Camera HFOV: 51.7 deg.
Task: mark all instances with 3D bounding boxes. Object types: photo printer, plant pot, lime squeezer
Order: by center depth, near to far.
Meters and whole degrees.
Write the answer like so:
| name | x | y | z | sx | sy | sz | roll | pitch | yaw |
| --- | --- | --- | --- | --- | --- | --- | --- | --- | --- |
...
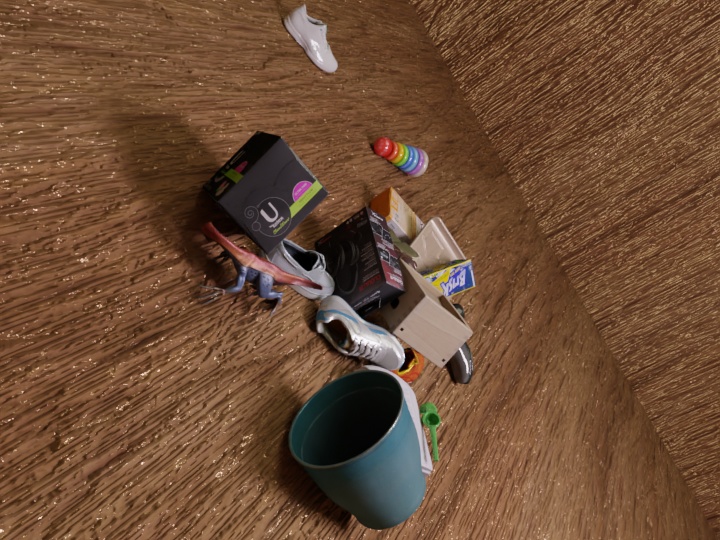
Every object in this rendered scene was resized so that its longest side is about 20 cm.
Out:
| name | x | y | z | sx | sy | sz | roll | pitch | yaw |
| --- | --- | --- | --- | --- | --- | --- | --- | --- | --- |
| plant pot | 0.012 | 0.298 | 1.186 | 0.202 | 0.196 | 0.190 | -77 | 145 | -55 |
| photo printer | 0.054 | 0.281 | 1.397 | 0.165 | 0.069 | 0.203 | 31 | 37 | -47 |
| lime squeezer | 0.131 | 0.300 | 1.450 | 0.037 | 0.072 | 0.200 | 20 | 6 | -7 |

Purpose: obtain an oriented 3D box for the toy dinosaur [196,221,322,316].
| name | x | y | z | sx | sy | sz | roll | pitch | yaw |
| --- | --- | --- | --- | --- | --- | --- | --- | --- | --- |
| toy dinosaur | -0.180 | -0.018 | 1.208 | 0.183 | 0.196 | 0.106 | 77 | -13 | -49 |

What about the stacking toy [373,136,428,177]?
| name | x | y | z | sx | sy | sz | roll | pitch | yaw |
| --- | --- | --- | --- | --- | --- | --- | --- | --- | --- |
| stacking toy | 0.111 | -0.338 | 2.147 | 0.198 | 0.085 | 0.087 | 18 | 47 | -49 |

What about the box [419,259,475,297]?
| name | x | y | z | sx | sy | sz | roll | pitch | yaw |
| --- | --- | --- | --- | --- | --- | --- | --- | --- | --- |
| box | 0.181 | 0.031 | 1.770 | 0.197 | 0.064 | 0.072 | -18 | 101 | -33 |

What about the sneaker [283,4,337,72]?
| name | x | y | z | sx | sy | sz | roll | pitch | yaw |
| --- | --- | --- | --- | --- | --- | --- | --- | --- | --- |
| sneaker | -0.116 | -0.631 | 2.023 | 0.200 | 0.088 | 0.076 | 42 | 29 | -32 |

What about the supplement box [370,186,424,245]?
| name | x | y | z | sx | sy | sz | roll | pitch | yaw |
| --- | --- | --- | --- | --- | --- | --- | --- | --- | --- |
| supplement box | 0.109 | -0.094 | 1.886 | 0.200 | 0.073 | 0.127 | 45 | 30 | -28 |

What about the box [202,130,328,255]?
| name | x | y | z | sx | sy | sz | roll | pitch | yaw |
| --- | --- | --- | --- | --- | --- | --- | --- | --- | --- |
| box | -0.166 | -0.136 | 1.255 | 0.125 | 0.149 | 0.200 | 47 | -6 | -22 |

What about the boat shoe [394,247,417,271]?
| name | x | y | z | sx | sy | sz | roll | pitch | yaw |
| --- | --- | --- | --- | --- | --- | --- | --- | --- | --- |
| boat shoe | 0.033 | -0.034 | 1.632 | 0.197 | 0.071 | 0.071 | 29 | 31 | 0 |

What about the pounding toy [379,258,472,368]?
| name | x | y | z | sx | sy | sz | roll | pitch | yaw |
| --- | --- | --- | --- | --- | --- | --- | --- | --- | --- |
| pounding toy | 0.113 | 0.099 | 1.554 | 0.183 | 0.143 | 0.201 | 37 | 12 | -32 |

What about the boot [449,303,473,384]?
| name | x | y | z | sx | sy | sz | roll | pitch | yaw |
| --- | --- | --- | --- | --- | --- | --- | --- | --- | --- |
| boot | 0.196 | 0.179 | 1.783 | 0.128 | 0.067 | 0.205 | -4 | 82 | -38 |

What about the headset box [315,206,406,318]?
| name | x | y | z | sx | sy | sz | roll | pitch | yaw |
| --- | --- | --- | --- | --- | --- | --- | --- | --- | --- |
| headset box | 0.000 | 0.000 | 1.504 | 0.077 | 0.147 | 0.204 | 25 | 43 | -47 |

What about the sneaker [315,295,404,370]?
| name | x | y | z | sx | sy | sz | roll | pitch | yaw |
| --- | --- | --- | --- | --- | --- | --- | --- | --- | --- |
| sneaker | -0.004 | 0.136 | 1.423 | 0.198 | 0.077 | 0.081 | 34 | 32 | -8 |

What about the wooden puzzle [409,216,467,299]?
| name | x | y | z | sx | sy | sz | roll | pitch | yaw |
| --- | --- | --- | --- | --- | --- | --- | --- | --- | --- |
| wooden puzzle | 0.168 | 0.001 | 1.827 | 0.201 | 0.046 | 0.186 | -48 | 116 | -24 |

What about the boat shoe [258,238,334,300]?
| name | x | y | z | sx | sy | sz | roll | pitch | yaw |
| --- | --- | --- | --- | --- | --- | --- | --- | --- | --- |
| boat shoe | -0.103 | -0.004 | 1.406 | 0.199 | 0.071 | 0.071 | 30 | 38 | -46 |

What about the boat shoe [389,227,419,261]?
| name | x | y | z | sx | sy | sz | roll | pitch | yaw |
| --- | --- | --- | --- | --- | --- | --- | --- | --- | --- |
| boat shoe | 0.054 | -0.056 | 1.732 | 0.074 | 0.069 | 0.200 | 6 | 30 | -40 |

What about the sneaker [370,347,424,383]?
| name | x | y | z | sx | sy | sz | roll | pitch | yaw |
| --- | --- | --- | --- | --- | --- | --- | --- | --- | --- |
| sneaker | 0.097 | 0.197 | 1.558 | 0.074 | 0.076 | 0.199 | 62 | 24 | 11 |
